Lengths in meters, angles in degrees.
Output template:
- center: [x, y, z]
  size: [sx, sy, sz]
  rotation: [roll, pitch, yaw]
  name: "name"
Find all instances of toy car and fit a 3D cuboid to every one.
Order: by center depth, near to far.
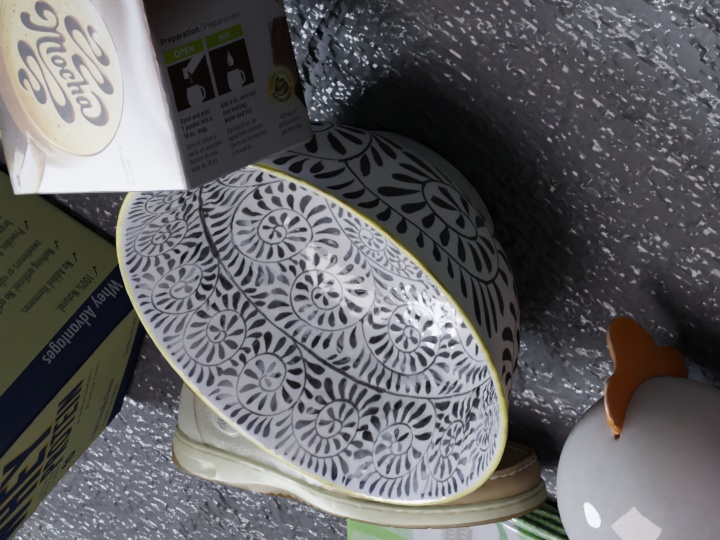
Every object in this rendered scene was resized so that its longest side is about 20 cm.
- center: [0.146, 0.114, 1.283]
  size: [0.184, 0.177, 0.200]
  rotation: [-7, 97, 31]
  name: "toy car"

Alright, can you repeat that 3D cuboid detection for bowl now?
- center: [0.000, 0.000, 1.302]
  size: [0.201, 0.094, 0.201]
  rotation: [25, 145, 20]
  name: "bowl"

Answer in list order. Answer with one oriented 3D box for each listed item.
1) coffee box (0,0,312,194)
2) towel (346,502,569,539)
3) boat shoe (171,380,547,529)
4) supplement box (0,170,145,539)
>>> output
- center: [-0.103, -0.137, 1.196]
  size: [0.113, 0.080, 0.200]
  rotation: [1, 110, 44]
  name: "coffee box"
- center: [0.076, 0.165, 1.480]
  size: [0.200, 0.031, 0.149]
  rotation: [23, 142, 23]
  name: "towel"
- center: [-0.004, 0.077, 1.416]
  size: [0.200, 0.074, 0.066]
  rotation: [8, 107, 26]
  name: "boat shoe"
- center: [-0.244, 0.046, 1.490]
  size: [0.200, 0.200, 0.134]
  rotation: [33, 145, 8]
  name: "supplement box"
